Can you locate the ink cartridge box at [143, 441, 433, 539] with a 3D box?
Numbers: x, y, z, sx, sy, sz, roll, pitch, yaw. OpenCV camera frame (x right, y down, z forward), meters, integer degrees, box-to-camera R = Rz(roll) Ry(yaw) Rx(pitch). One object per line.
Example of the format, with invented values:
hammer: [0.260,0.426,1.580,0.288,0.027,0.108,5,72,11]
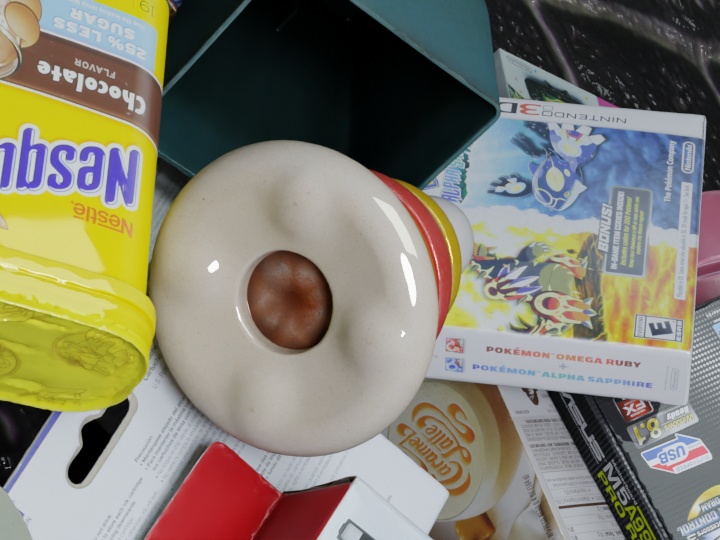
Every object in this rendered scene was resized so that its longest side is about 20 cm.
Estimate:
ink cartridge box: [-0.038,0.200,1.014,0.175,0.084,0.200,40,65,-15]

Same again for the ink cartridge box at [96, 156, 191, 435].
ink cartridge box: [-0.127,-0.009,1.182,0.200,0.057,0.163,44,36,-13]

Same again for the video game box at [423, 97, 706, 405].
video game box: [0.095,-0.018,1.241,0.181,0.047,0.201,4,42,8]

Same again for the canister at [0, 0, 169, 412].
canister: [-0.163,-0.051,1.041,0.148,0.087,0.201,16,56,-22]

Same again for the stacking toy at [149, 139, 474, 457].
stacking toy: [0.000,0.000,1.107,0.146,0.146,0.200,55,25,6]

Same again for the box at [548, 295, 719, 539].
box: [0.225,0.090,1.234,0.199,0.044,0.161,-21,73,-21]

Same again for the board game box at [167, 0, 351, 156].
board game box: [-0.037,-0.097,1.329,0.200,0.046,0.151,54,35,5]

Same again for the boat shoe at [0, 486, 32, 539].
boat shoe: [-0.178,0.185,0.953,0.070,0.071,0.202,25,49,-44]

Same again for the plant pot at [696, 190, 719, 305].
plant pot: [0.210,0.082,1.353,0.199,0.200,0.180,12,42,-41]

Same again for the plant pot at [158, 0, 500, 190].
plant pot: [-0.020,-0.137,1.233,0.141,0.141,0.201,34,32,-21]

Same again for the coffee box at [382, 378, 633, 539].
coffee box: [0.082,0.137,1.252,0.079,0.114,0.201,2,58,-47]

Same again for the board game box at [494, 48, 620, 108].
board game box: [0.142,-0.033,1.516,0.147,0.064,0.201,21,46,-35]

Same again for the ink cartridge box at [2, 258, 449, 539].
ink cartridge box: [-0.077,0.128,1.088,0.200,0.043,0.197,40,60,-15]
